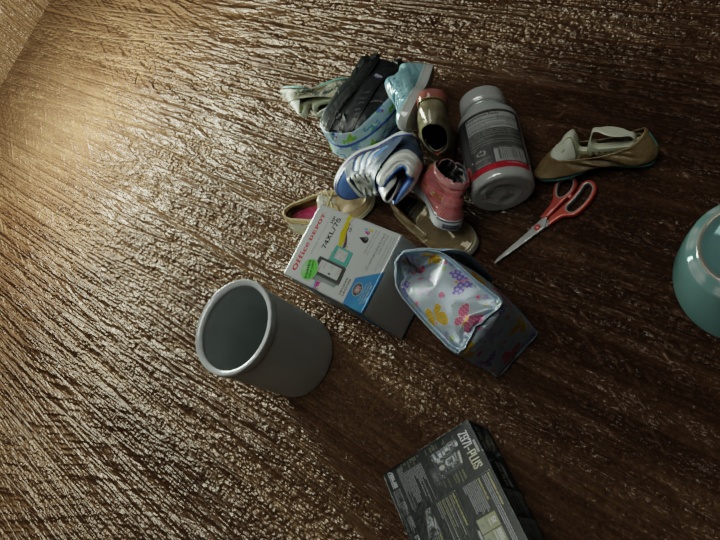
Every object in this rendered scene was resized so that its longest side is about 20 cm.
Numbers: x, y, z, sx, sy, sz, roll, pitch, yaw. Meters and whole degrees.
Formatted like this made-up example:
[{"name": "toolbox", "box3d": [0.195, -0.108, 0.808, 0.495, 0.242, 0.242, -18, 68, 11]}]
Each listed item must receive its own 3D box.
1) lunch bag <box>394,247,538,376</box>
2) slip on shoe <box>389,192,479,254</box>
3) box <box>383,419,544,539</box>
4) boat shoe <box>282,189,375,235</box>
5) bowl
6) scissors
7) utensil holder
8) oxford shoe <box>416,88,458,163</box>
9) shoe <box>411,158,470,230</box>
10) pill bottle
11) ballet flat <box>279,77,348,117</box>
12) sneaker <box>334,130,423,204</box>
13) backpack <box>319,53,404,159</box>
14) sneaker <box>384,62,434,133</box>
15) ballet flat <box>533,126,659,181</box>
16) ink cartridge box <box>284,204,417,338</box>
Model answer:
[{"name": "lunch bag", "box3d": [0.157, 0.048, 1.066, 0.128, 0.169, 0.200, -50, 51, 6]}, {"name": "slip on shoe", "box3d": [0.125, -0.088, 1.218, 0.076, 0.060, 0.200, -50, 51, 4]}, {"name": "box", "box3d": [0.149, 0.350, 0.990, 0.163, 0.086, 0.201, -37, 54, 15]}, {"name": "boat shoe", "box3d": [-0.067, -0.123, 1.357, 0.198, 0.069, 0.075, -17, 60, 26]}, {"name": "bowl", "box3d": [0.510, -0.015, 0.899, 0.199, 0.105, 0.203, -15, 61, 29]}, {"name": "scissors", "box3d": [0.304, -0.075, 1.121, 0.201, 0.014, 0.073, -51, 53, 3]}, {"name": "utensil holder", "box3d": [-0.167, 0.131, 1.228, 0.168, 0.200, 0.172, -14, 61, 28]}, {"name": "oxford shoe", "box3d": [0.130, -0.225, 1.188, 0.069, 0.200, 0.076, -3, 65, 17]}, {"name": "shoe", "box3d": [0.140, -0.159, 1.187, 0.201, 0.070, 0.092, -107, 22, -54]}, {"name": "pill bottle", "box3d": [0.226, -0.214, 1.174, 0.110, 0.110, 0.202, -20, 59, 25]}, {"name": "ballet flat", "box3d": [-0.101, -0.375, 1.502, 0.198, 0.068, 0.076, 2, 86, 32]}, {"name": "sneaker", "box3d": [0.024, -0.160, 1.219, 0.199, 0.081, 0.147, -29, 30, 26]}, {"name": "backpack", "box3d": [0.011, -0.313, 1.352, 0.162, 0.155, 0.200, 23, 55, 31]}, {"name": "sneaker", "box3d": [0.078, -0.314, 1.234, 0.081, 0.075, 0.201, 11, 40, 10]}, {"name": "ballet flat", "box3d": [0.368, -0.193, 1.089, 0.198, 0.073, 0.068, -2, 44, 34]}, {"name": "ink cartridge box", "box3d": [0.000, 0.000, 1.208, 0.199, 0.146, 0.148, 23, 83, 39]}]
